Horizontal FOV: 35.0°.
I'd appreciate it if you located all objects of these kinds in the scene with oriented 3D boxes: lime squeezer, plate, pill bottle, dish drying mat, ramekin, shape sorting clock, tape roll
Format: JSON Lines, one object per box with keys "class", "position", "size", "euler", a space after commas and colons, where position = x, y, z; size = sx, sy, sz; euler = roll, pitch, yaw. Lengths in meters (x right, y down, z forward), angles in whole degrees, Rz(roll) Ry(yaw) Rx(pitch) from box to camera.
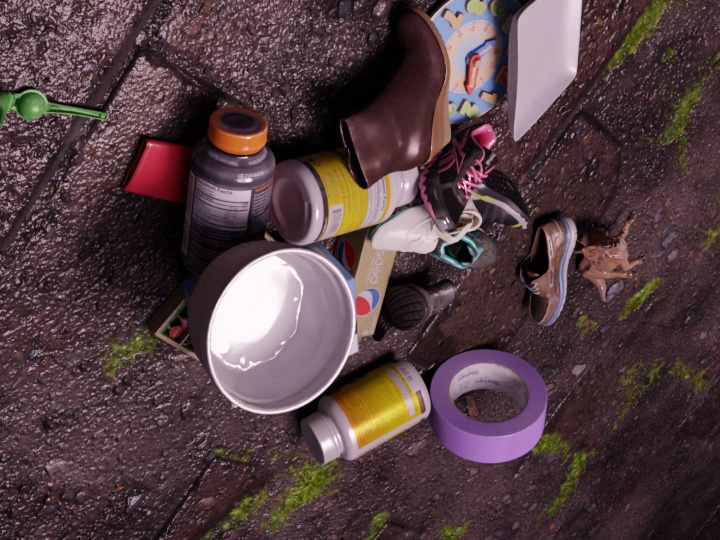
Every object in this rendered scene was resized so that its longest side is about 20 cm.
{"class": "lime squeezer", "position": [-0.357, -0.174, 1.236], "size": [0.200, 0.069, 0.038], "euler": [-29, 129, -63]}
{"class": "plate", "position": [0.255, -0.316, 1.609], "size": [0.200, 0.032, 0.202], "euler": [-46, 145, -37]}
{"class": "pill bottle", "position": [-0.019, -0.108, 1.525], "size": [0.198, 0.111, 0.113], "euler": [-17, 133, -38]}
{"class": "pill bottle", "position": [0.007, 0.229, 1.827], "size": [0.198, 0.109, 0.110], "euler": [-26, 136, -21]}
{"class": "pill bottle", "position": [-0.160, -0.096, 1.400], "size": [0.105, 0.106, 0.203], "euler": [-12, 131, -32]}
{"class": "dish drying mat", "position": [-0.202, -0.118, 1.443], "size": [0.198, 0.018, 0.078], "euler": [8, 117, -44]}
{"class": "ramekin", "position": [-0.113, 0.059, 1.371], "size": [0.197, 0.105, 0.204], "euler": [-10, 110, -28]}
{"class": "shape sorting clock", "position": [0.152, -0.294, 1.577], "size": [0.198, 0.039, 0.202], "euler": [-23, 134, -25]}
{"class": "tape roll", "position": [0.214, 0.226, 1.928], "size": [0.198, 0.200, 0.066], "euler": [-23, 136, -23]}

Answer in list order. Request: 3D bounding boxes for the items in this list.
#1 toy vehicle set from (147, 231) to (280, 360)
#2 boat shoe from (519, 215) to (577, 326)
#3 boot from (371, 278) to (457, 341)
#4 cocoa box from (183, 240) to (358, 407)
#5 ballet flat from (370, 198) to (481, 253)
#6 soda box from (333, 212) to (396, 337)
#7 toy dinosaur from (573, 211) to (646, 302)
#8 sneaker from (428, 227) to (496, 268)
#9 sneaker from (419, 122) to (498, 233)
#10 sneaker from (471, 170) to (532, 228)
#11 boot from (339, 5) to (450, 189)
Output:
{"class": "toy vehicle set", "position": [-0.186, 0.029, 1.567], "size": [0.201, 0.027, 0.124], "euler": [-49, 139, 4]}
{"class": "boat shoe", "position": [0.306, 0.003, 1.931], "size": [0.071, 0.072, 0.203], "euler": [-8, 117, -29]}
{"class": "boot", "position": [0.094, 0.043, 1.731], "size": [0.130, 0.071, 0.200], "euler": [-22, 179, -24]}
{"class": "cocoa box", "position": [-0.118, 0.061, 1.526], "size": [0.198, 0.133, 0.133], "euler": [-23, 132, -24]}
{"class": "ballet flat", "position": [0.101, -0.061, 1.611], "size": [0.198, 0.069, 0.070], "euler": [-23, 136, -40]}
{"class": "soda box", "position": [0.000, 0.000, 1.671], "size": [0.067, 0.064, 0.203], "euler": [-8, 128, -34]}
{"class": "toy dinosaur", "position": [0.417, -0.022, 1.993], "size": [0.133, 0.087, 0.201], "euler": [-12, 146, -19]}
{"class": "sneaker", "position": [0.153, -0.031, 1.751], "size": [0.198, 0.091, 0.078], "euler": [17, 112, -46]}
{"class": "sneaker", "position": [0.142, -0.137, 1.580], "size": [0.094, 0.202, 0.079], "euler": [-12, 132, 28]}
{"class": "sneaker", "position": [0.189, -0.107, 1.757], "size": [0.082, 0.073, 0.199], "euler": [-33, 143, 24]}
{"class": "boot", "position": [0.041, -0.222, 1.463], "size": [0.165, 0.072, 0.203], "euler": [-28, 115, -34]}
